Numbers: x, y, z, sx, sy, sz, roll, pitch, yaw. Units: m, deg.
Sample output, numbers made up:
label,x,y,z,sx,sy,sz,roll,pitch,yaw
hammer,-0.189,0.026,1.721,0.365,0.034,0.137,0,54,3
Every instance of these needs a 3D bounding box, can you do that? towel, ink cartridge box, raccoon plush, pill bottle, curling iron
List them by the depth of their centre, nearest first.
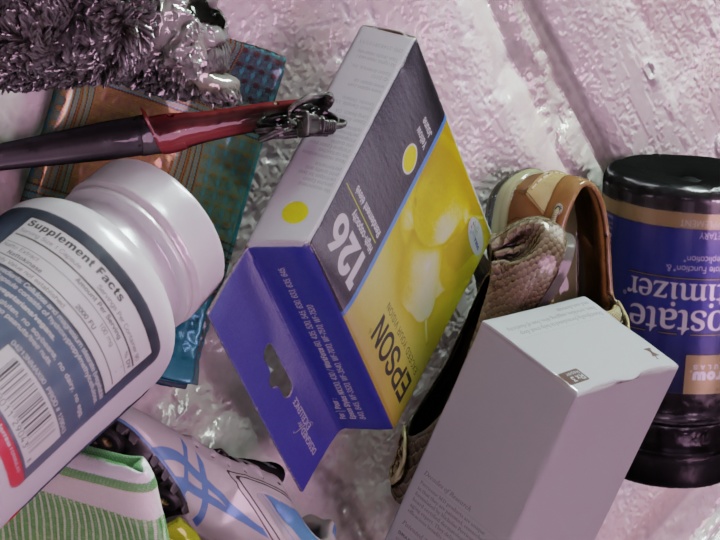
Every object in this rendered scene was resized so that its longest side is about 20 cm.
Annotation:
label,x,y,z,sx,sy,sz,roll,pitch,yaw
pill bottle,-0.165,0.034,1.257,0.200,0.119,0.120,-43,127,-37
raccoon plush,-0.159,-0.103,1.287,0.200,0.097,0.134,-33,124,7
curling iron,-0.105,-0.074,1.314,0.199,0.050,0.026,-6,91,-5
towel,-0.159,0.184,1.323,0.023,0.152,0.201,-23,116,-52
towel,-0.122,-0.040,1.370,0.146,0.022,0.201,15,93,-42
ink cartridge box,0.000,0.000,1.404,0.201,0.047,0.198,-65,153,-26
pill bottle,0.205,0.032,1.601,0.111,0.112,0.201,-9,108,-37

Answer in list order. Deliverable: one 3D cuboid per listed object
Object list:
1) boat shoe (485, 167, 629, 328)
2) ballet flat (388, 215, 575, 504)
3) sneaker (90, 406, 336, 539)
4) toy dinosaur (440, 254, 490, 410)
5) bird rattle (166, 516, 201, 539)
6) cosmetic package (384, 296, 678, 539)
label,x,y,z,sx,sy,sz,roll,pitch,yaw
boat shoe,0.124,0.037,1.519,0.075,0.074,0.201,-12,96,-40
ballet flat,0.062,0.053,1.484,0.046,0.067,0.201,24,110,-17
sneaker,-0.087,0.126,1.422,0.200,0.072,0.073,44,58,-39
toy dinosaur,0.083,0.079,1.560,0.088,0.047,0.201,7,95,-34
bird rattle,-0.077,0.225,1.419,0.200,0.163,0.113,26,44,-48
cosmetic package,0.093,0.123,1.454,0.113,0.081,0.201,-9,127,-52
